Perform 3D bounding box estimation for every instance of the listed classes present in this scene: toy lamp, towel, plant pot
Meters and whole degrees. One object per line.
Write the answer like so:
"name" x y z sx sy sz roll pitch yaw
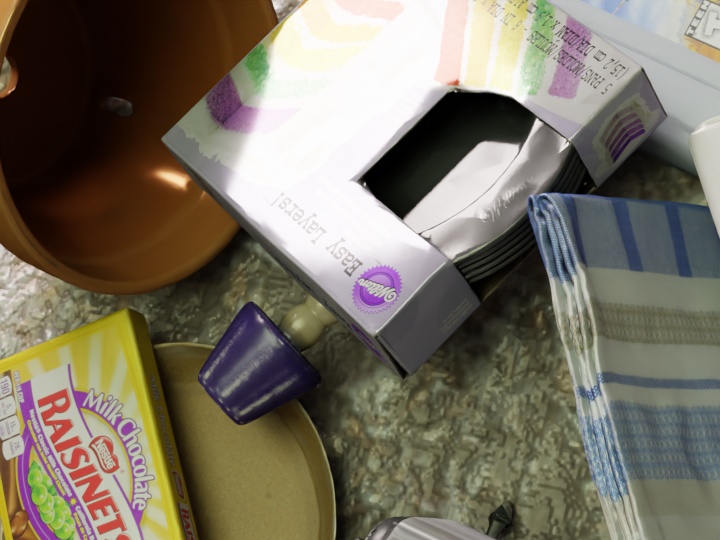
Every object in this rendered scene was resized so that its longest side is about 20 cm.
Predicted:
"toy lamp" 0.000 0.000 1.061 0.200 0.058 0.058 -44 63 -3
"towel" 0.151 0.058 0.948 0.024 0.146 0.201 -31 65 42
"plant pot" -0.158 -0.097 1.106 0.140 0.200 0.201 14 81 42
"plant pot" -0.099 0.139 1.097 0.199 0.027 0.201 -6 74 21

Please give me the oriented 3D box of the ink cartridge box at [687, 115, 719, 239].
"ink cartridge box" 0.252 0.009 0.948 0.146 0.084 0.201 -21 68 16

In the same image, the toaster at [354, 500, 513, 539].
"toaster" 0.050 0.206 0.932 0.118 0.181 0.201 20 85 23

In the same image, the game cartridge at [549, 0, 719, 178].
"game cartridge" 0.172 -0.158 1.058 0.133 0.042 0.201 28 88 23

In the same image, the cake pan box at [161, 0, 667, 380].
"cake pan box" 0.025 -0.068 1.026 0.184 0.052 0.200 -45 52 -3

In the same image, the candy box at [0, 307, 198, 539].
"candy box" -0.139 0.129 1.088 0.102 0.026 0.201 -22 68 13
